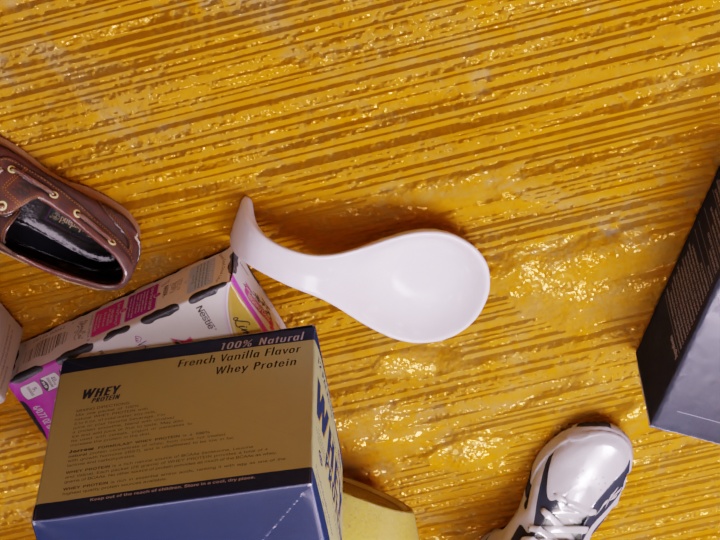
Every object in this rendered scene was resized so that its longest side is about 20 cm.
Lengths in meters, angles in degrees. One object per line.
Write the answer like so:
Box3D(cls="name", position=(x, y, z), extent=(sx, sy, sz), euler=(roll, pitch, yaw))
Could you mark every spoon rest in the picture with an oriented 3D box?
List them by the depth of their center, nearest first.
Box3D(cls="spoon rest", position=(0.000, 0.000, 1.717), extent=(0.199, 0.061, 0.100), euler=(15, 119, -8))

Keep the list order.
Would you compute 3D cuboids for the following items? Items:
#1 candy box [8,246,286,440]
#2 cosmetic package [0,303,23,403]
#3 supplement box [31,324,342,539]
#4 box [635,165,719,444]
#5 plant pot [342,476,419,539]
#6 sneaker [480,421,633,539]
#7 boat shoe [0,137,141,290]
Box3D(cls="candy box", position=(-0.152, 0.084, 1.766), extent=(0.200, 0.061, 0.137), euler=(-25, 117, 13))
Box3D(cls="cosmetic package", position=(-0.346, 0.017, 1.700), extent=(0.085, 0.108, 0.200), euler=(-29, 115, 17))
Box3D(cls="supplement box", position=(-0.118, 0.160, 1.659), extent=(0.199, 0.200, 0.135), euler=(-8, 121, 4))
Box3D(cls="box", position=(0.314, 0.030, 1.707), extent=(0.148, 0.107, 0.200), euler=(16, 118, -10))
Box3D(cls="plant pot", position=(-0.030, 0.237, 1.798), extent=(0.200, 0.200, 0.142), euler=(20, 93, -11))
Box3D(cls="sneaker", position=(0.152, 0.222, 1.806), extent=(0.079, 0.130, 0.199), euler=(34, 115, -19))
Box3D(cls="boat shoe", position=(-0.254, -0.046, 1.685), extent=(0.200, 0.070, 0.070), euler=(22, 119, -11))
